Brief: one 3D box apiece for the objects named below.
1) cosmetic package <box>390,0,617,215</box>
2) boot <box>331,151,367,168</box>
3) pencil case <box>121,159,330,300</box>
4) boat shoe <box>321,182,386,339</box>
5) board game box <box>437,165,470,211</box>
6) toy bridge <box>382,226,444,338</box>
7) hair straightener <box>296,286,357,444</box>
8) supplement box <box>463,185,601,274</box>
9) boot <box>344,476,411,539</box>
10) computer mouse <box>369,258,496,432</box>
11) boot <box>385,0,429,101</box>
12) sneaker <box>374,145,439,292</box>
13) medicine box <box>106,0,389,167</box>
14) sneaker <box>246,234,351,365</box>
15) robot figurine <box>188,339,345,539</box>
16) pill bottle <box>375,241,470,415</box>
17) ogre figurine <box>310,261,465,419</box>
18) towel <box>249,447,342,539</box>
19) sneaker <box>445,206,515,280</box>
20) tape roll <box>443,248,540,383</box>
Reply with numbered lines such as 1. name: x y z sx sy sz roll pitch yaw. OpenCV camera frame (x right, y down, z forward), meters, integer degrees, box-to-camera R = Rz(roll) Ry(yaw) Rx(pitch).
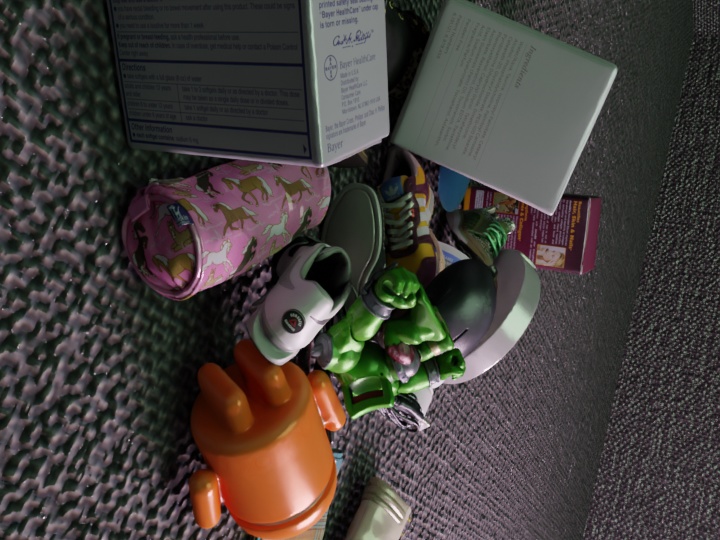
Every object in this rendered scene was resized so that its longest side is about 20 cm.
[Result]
1. cosmetic package: 0.159 -0.187 0.874 0.167 0.196 0.170 -44 157 -76
2. boot: -0.047 -0.156 0.728 0.199 0.072 0.078 31 62 -57
3. pencil case: -0.103 -0.051 0.639 0.199 0.081 0.088 -34 145 -53
4. boat shoe: 0.000 0.000 0.848 0.060 0.072 0.206 -27 124 -55
5. board game box: 0.120 -0.186 1.052 0.157 0.038 0.206 -25 122 -64
6. toy bridge: 0.068 -0.006 0.922 0.027 0.065 0.204 58 32 -48
7. hair straightener: -0.036 0.090 0.827 0.075 0.041 0.206 -1 94 -29
8. supplement box: 0.258 -0.066 1.166 0.085 0.195 0.114 -10 107 -59
9. boot: 0.021 0.384 1.002 0.156 0.070 0.203 -61 145 -36
10. computer mouse: 0.085 0.079 0.830 0.201 0.053 0.138 -49 123 -5
11. boot: 0.021 -0.283 0.802 0.149 0.072 0.206 3 99 -60
12. sneaker: 0.046 -0.056 0.888 0.091 0.073 0.203 58 23 -43
13. medicine box: -0.080 -0.188 0.535 0.102 0.178 0.206 -33 126 -53
14. sneaker: -0.039 0.008 0.702 0.074 0.088 0.201 47 18 -16
15. robot figurine: -0.086 0.163 0.697 0.145 0.113 0.204 -69 151 -49
16. pill bottle: 0.070 0.075 0.956 0.203 0.111 0.115 -66 148 -26
17. ogre figurine: 0.026 0.075 0.725 0.100 0.118 0.200 63 5 16
18. towel: -0.078 0.298 0.845 0.146 0.021 0.206 23 78 -60
19. sneaker: 0.172 -0.049 1.052 0.201 0.087 0.078 -97 162 -64
20. tape roll: 0.155 0.059 1.030 0.037 0.201 0.205 40 57 -19
